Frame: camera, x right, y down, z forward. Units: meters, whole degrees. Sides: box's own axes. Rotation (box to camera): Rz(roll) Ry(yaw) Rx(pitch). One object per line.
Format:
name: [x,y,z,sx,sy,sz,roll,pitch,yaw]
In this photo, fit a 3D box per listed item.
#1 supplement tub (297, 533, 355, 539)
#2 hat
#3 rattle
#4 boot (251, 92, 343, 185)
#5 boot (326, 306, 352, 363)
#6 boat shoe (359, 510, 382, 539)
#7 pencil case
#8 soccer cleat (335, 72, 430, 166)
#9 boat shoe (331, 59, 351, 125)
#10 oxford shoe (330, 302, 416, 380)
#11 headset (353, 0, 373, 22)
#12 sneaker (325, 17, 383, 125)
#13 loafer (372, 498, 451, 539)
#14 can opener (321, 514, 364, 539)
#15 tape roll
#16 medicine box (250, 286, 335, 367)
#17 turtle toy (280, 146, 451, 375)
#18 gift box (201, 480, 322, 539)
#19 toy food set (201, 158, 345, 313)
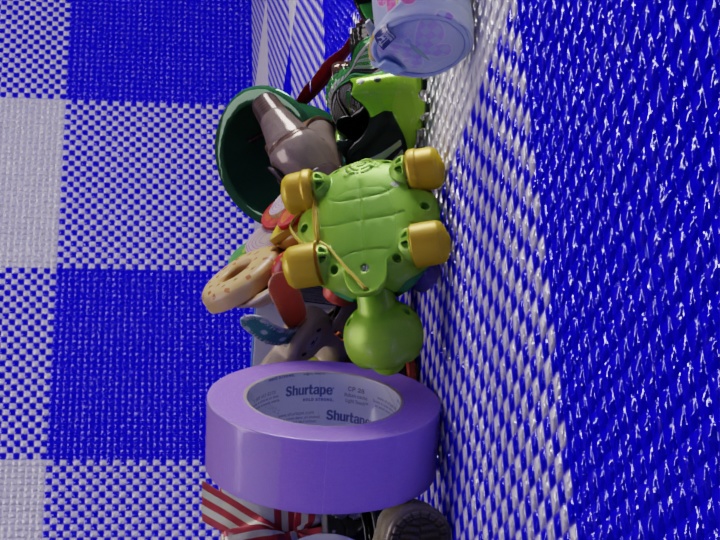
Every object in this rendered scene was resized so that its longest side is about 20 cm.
supplement tub: [-0.041,0.376,1.451,0.145,0.144,0.200,-97,11,-45]
hat: [-0.052,-0.164,1.707,0.166,0.176,0.200,52,132,9]
rattle: [-0.035,0.105,1.358,0.143,0.130,0.200,56,157,29]
boot: [-0.038,-0.089,1.396,0.146,0.070,0.200,57,-169,27]
boot: [-0.009,0.128,1.507,0.074,0.075,0.201,-119,30,-71]
boat shoe: [0.015,0.262,1.340,0.075,0.066,0.200,111,158,-67]
pencil case: [0.043,-0.254,1.147,0.091,0.083,0.201,-38,47,51]
soccer cleat: [0.015,-0.108,1.332,0.200,0.081,0.068,96,171,-48]
boat shoe: [-0.011,-0.152,1.576,0.071,0.070,0.200,-100,12,-46]
oxford shoe: [0.008,0.065,1.352,0.071,0.072,0.201,147,113,-77]
headset: [0.019,-0.343,1.462,0.124,0.094,0.201,119,136,-65]
sneaker: [0.011,-0.165,1.392,0.200,0.078,0.085,107,158,-68]
loafer: [0.034,0.280,1.205,0.068,0.075,0.201,-110,32,-72]
can opener: [-0.016,0.206,1.579,0.079,0.063,0.201,151,120,-81]
tape roll: [-0.033,0.139,1.220,0.200,0.199,0.066,-116,29,-73]
medicine box: [-0.064,0.064,1.675,0.200,0.103,0.183,-76,-7,-59]
turtle toy: [0.012,-0.010,1.219,0.101,0.145,0.201,63,-160,-57]
gift box: [-0.097,0.331,1.720,0.187,0.184,0.201,104,159,-65]
toy food set: [-0.079,-0.037,1.543,0.200,0.049,0.198,-32,22,34]
